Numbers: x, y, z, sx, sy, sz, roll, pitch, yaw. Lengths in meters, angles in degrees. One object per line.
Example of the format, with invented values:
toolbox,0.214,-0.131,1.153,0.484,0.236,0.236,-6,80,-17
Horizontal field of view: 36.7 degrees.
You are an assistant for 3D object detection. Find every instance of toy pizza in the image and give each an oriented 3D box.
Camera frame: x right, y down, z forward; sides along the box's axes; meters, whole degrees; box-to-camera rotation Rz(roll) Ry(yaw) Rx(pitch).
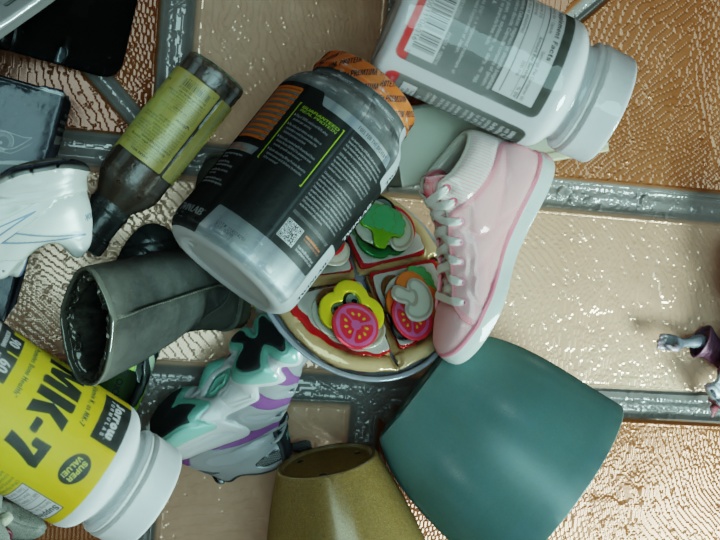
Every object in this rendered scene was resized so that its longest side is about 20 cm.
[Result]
toy pizza,0.001,0.003,0.966,0.200,0.032,0.201,12,57,-20

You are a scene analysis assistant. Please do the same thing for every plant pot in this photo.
plant pot,0.116,0.155,1.003,0.161,0.201,0.201,38,88,3
plant pot,-0.014,0.267,0.988,0.186,0.186,0.201,-13,99,-10

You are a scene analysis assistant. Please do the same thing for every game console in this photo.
game console,-0.291,-0.290,0.956,0.176,0.116,0.201,10,96,-42

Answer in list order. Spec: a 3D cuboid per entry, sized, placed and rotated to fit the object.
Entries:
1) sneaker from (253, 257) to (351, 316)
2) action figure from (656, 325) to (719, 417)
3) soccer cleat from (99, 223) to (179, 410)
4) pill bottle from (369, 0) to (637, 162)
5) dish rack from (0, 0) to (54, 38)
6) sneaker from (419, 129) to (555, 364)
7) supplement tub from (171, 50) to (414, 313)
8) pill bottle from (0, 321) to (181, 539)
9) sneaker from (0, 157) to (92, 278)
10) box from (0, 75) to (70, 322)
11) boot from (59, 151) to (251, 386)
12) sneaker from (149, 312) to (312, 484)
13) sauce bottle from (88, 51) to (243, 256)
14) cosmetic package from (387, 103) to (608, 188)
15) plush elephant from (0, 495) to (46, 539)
sneaker,0.000,0.000,1.018,0.199,0.076,0.105,1,96,-11
action figure,0.401,0.060,1.112,0.149,0.134,0.200,-2,115,-53
soccer cleat,-0.204,0.057,0.980,0.067,0.081,0.201,15,93,-13
pill bottle,0.118,-0.174,0.903,0.200,0.114,0.114,23,91,-7
dish rack,-0.333,-0.247,0.862,0.200,0.044,0.172,43,72,15
sneaker,0.083,-0.027,0.934,0.104,0.075,0.201,23,90,-21
supplement tub,-0.050,-0.074,0.886,0.122,0.123,0.200,41,76,-13
pill bottle,-0.253,0.136,0.883,0.200,0.114,0.114,37,88,-21
sneaker,-0.303,-0.030,0.839,0.199,0.075,0.087,-12,104,-10
box,-0.367,-0.079,0.913,0.196,0.117,0.201,16,92,-13
boot,-0.169,-0.009,0.927,0.200,0.072,0.182,-10,100,-53
sneaker,-0.081,0.127,1.007,0.200,0.078,0.140,-36,125,17
sauce bottle,-0.189,-0.103,0.973,0.065,0.065,0.200,40,87,-13
cosmetic package,0.116,-0.129,1.013,0.199,0.104,0.073,-12,98,-9
plush elephant,-0.336,0.229,0.926,0.200,0.155,0.165,50,44,2
